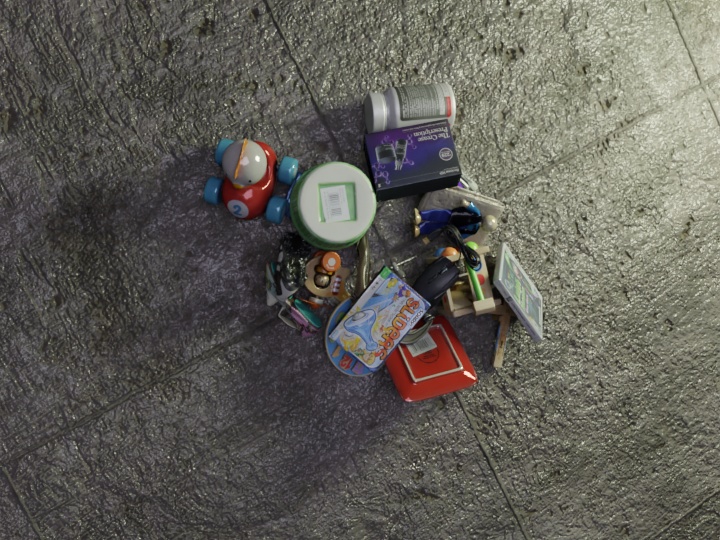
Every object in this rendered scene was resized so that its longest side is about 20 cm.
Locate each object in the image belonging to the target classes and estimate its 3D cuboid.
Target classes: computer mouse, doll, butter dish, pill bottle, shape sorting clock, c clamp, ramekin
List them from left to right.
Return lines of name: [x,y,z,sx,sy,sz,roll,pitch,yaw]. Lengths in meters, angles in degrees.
ramekin: [-0.058,-0.147,1.366,0.197,0.098,0.203,0,91,-10]
shape sorting clock: [0.007,0.153,1.440,0.197,0.039,0.203,-6,104,-25]
c clamp: [0.107,0.069,1.430,0.169,0.027,0.202,-19,70,-22]
pill bottle: [0.115,-0.378,1.439,0.197,0.114,0.116,-7,92,-11]
butter dish: [0.143,0.230,1.440,0.197,0.149,0.201,-11,55,-19]
computer mouse: [0.163,-0.010,1.373,0.200,0.046,0.141,-42,66,25]
doll: [0.224,-0.111,1.438,0.197,0.137,0.049,-1,49,-1]

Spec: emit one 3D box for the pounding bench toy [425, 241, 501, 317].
pounding bench toy: [0.250,0.016,1.424,0.123,0.200,0.158,-14,94,-10]

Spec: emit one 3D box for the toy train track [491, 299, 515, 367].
toy train track: [0.355,0.141,1.534,0.113,0.032,0.203,7,95,-18]

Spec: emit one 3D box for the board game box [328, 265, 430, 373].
board game box: [0.042,0.109,1.349,0.135,0.034,0.201,38,96,-7]

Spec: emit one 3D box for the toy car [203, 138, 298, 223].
toy car: [-0.250,-0.207,1.310,0.182,0.200,0.179,17,88,3]

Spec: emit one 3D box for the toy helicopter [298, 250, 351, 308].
toy helicopter: [-0.062,0.055,1.432,0.200,0.079,0.133,44,76,-21]

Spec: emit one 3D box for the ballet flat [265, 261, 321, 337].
ballet flat: [-0.173,0.077,1.419,0.071,0.069,0.201,-36,97,18]

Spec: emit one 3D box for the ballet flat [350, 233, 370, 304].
ballet flat: [0.000,0.000,1.419,0.046,0.068,0.203,-4,64,8]

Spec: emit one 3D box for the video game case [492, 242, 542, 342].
video game case: [0.380,0.047,1.457,0.023,0.200,0.182,-31,104,28]

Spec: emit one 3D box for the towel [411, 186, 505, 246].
towel: [0.233,-0.135,1.472,0.197,0.035,0.133,16,127,-12]

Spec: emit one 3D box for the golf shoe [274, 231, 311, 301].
golf shoe: [-0.163,-0.012,1.372,0.077,0.201,0.095,25,121,-14]

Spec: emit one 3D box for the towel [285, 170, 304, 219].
towel: [-0.081,-0.147,1.437,0.198,0.049,0.113,22,87,-10]

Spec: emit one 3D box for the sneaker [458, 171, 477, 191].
sneaker: [0.184,-0.224,1.476,0.199,0.070,0.100,37,88,-8]

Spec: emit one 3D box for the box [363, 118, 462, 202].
box: [0.116,-0.250,1.386,0.197,0.079,0.143,-12,77,-3]
